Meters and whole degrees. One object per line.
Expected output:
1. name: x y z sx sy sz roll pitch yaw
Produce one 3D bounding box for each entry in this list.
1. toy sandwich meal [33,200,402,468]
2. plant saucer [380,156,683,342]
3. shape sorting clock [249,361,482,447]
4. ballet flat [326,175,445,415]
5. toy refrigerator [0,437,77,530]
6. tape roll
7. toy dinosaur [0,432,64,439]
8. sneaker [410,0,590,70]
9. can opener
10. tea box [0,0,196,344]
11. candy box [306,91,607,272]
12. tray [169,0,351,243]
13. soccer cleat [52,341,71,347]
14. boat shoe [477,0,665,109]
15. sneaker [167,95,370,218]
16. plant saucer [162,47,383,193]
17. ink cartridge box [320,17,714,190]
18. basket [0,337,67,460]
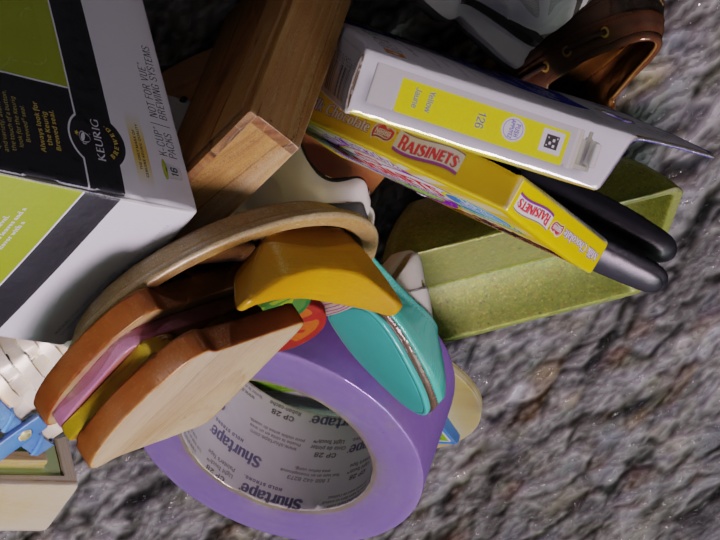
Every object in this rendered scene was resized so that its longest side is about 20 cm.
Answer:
1. toy sandwich meal: -0.070 0.036 1.362 0.205 0.070 0.205 -24 161 -9
2. plant saucer: 0.102 -0.016 1.719 0.199 0.048 0.200 -14 161 -6
3. shape sorting clock: -0.013 0.077 1.791 0.199 0.039 0.200 10 157 4
4. ballet flat: 0.000 0.000 1.564 0.200 0.070 0.067 47 157 -22
5. toy refrigerator: -0.298 0.127 1.744 0.199 0.076 0.070 4 143 -31
6. tape roll: -0.044 0.084 1.689 0.199 0.085 0.200 12 140 10
7. toy dinosaur: -0.213 0.084 1.719 0.199 0.077 0.102 -18 143 -5
8. sneaker: 0.080 -0.191 1.447 0.115 0.076 0.200 -37 153 15
9. can opener: 0.102 -0.046 1.563 0.200 0.063 0.079 35 145 -4
10. tea box: -0.214 -0.089 1.317 0.196 0.201 0.134 13 139 -39
11. candy box: 0.038 -0.059 1.456 0.102 0.200 0.026 36 83 -51
12. tray: -0.055 -0.105 1.389 0.037 0.200 0.099 38 126 -15
13. soccer cleat: -0.130 0.035 1.458 0.200 0.069 0.078 0 111 -45
14. boat shoe: 0.118 -0.110 1.582 0.072 0.068 0.200 5 143 -33
15. sneaker: -0.081 -0.067 1.482 0.080 0.200 0.074 -55 178 -2
16. plant saucer: -0.061 -0.070 1.587 0.199 0.038 0.200 -13 150 -8
17. ink cartridge box: 0.070 -0.089 1.429 0.199 0.198 0.047 19 97 -14
18. basket: -0.241 0.043 1.542 0.200 0.177 0.139 -29 153 -2
